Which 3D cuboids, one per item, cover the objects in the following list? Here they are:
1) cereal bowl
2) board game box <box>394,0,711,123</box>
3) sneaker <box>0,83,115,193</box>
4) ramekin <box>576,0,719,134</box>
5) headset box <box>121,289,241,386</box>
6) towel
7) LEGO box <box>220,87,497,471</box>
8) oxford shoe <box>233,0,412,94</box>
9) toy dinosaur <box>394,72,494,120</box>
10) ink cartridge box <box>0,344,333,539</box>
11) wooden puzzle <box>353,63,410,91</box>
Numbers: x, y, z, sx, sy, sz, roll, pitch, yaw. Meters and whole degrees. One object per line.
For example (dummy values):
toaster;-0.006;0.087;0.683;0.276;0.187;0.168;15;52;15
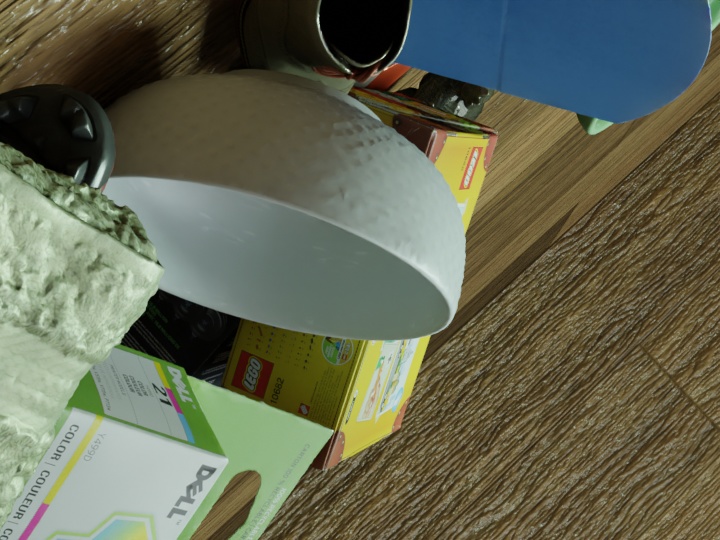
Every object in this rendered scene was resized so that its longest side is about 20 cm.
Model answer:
cereal bowl;-0.040;-0.038;0.757;0.200;0.198;0.084;105;1;-73
board game box;0.075;-0.147;0.756;0.159;0.198;0.039;87;21;-61
sneaker;-0.161;-0.006;0.663;0.200;0.071;0.098;-46;171;25
ramekin;0.231;-0.220;1.319;0.200;0.098;0.200;-42;171;-9
headset box;-0.117;0.042;0.997;0.200;0.093;0.174;-47;170;20
towel;-0.160;0.013;0.507;0.149;0.036;0.200;-57;139;-2
LEGO box;0.000;0.000;0.917;0.149;0.076;0.202;-11;120;-72
oxford shoe;-0.017;-0.113;0.735;0.070;0.076;0.200;-11;157;-13
toy dinosaur;0.053;-0.115;1.089;0.200;0.077;0.102;-48;164;9
ink cartridge box;-0.112;0.125;0.773;0.199;0.076;0.149;23;109;-36
wooden puzzle;-0.014;-0.116;0.914;0.200;0.037;0.185;-46;170;13
